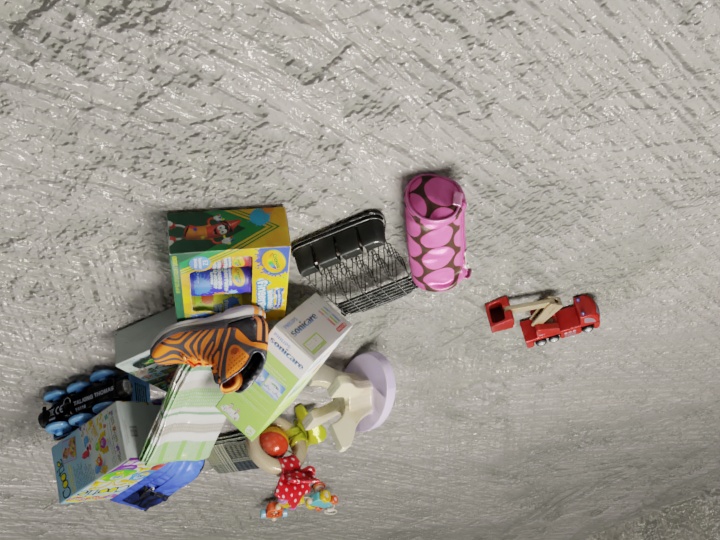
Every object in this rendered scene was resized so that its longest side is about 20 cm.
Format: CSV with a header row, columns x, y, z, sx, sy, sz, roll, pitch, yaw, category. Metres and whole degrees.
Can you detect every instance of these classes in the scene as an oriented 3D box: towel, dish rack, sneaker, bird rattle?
x,y,z,sx,sy,sz,roll,pitch,yaw,category
-0.242,0.392,1.837,0.190,0.035,0.201,-8,149,0,towel
-0.264,0.230,1.368,0.148,0.031,0.202,9,111,-49,towel
0.000,0.000,1.290,0.152,0.055,0.200,-20,148,16,dish rack
-0.225,0.130,1.230,0.198,0.113,0.077,-20,152,21,sneaker
-0.156,0.366,1.680,0.162,0.201,0.113,24,136,-7,bird rattle

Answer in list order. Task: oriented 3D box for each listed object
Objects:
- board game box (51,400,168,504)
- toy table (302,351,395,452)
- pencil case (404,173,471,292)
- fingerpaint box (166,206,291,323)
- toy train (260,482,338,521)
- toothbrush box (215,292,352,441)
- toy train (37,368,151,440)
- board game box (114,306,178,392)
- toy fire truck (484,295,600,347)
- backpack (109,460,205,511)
x,y,z,sx,sy,sz,roll,pitch,yaw,category
-0.425,0.313,1.435,0.199,0.106,0.103,-33,153,30,board game box
-0.027,0.236,1.541,0.116,0.184,0.201,-10,139,-33,toy table
0.114,-0.052,1.217,0.093,0.091,0.201,14,152,17,pencil case
-0.189,0.001,1.210,0.165,0.074,0.201,-4,147,-12,fingerpaint box
-0.156,0.586,2.133,0.197,0.056,0.151,-2,147,-9,toy train
-0.121,0.152,1.327,0.201,0.086,0.146,-54,173,29,toothbrush box
-0.470,0.242,1.482,0.198,0.088,0.114,-23,152,17,toy train
-0.290,0.142,1.403,0.146,0.065,0.200,-22,147,16,board game box
0.334,0.082,1.520,0.198,0.049,0.141,-17,146,9,toy fire truck
-0.396,0.347,1.590,0.199,0.164,0.167,-28,141,26,backpack
